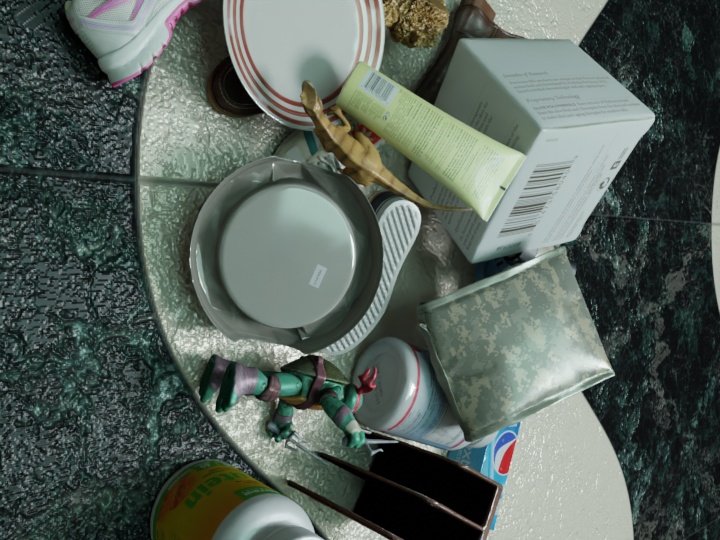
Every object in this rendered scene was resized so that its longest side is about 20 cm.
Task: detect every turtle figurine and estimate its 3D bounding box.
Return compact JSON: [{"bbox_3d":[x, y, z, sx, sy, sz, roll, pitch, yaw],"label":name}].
[{"bbox_3d":[-0.062,0.138,0.683,0.196,0.149,0.103,21,62,-28],"label":"turtle figurine"}]

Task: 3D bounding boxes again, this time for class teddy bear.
[{"bbox_3d":[0.009,-0.324,0.754,0.196,0.067,0.147,11,44,-36],"label":"teddy bear"}]

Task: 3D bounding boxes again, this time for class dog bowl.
[{"bbox_3d":[-0.076,-0.016,0.672,0.194,0.059,0.206,-3,101,-15],"label":"dog bowl"}]

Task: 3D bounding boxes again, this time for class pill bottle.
[{"bbox_3d":[0.090,0.164,0.823,0.198,0.107,0.111,26,75,-37],"label":"pill bottle"},{"bbox_3d":[-0.109,0.255,0.602,0.109,0.198,0.115,-1,92,-38],"label":"pill bottle"}]

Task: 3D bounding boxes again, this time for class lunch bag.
[{"bbox_3d":[0.171,0.088,0.773,0.196,0.118,0.168,-19,83,-17],"label":"lunch bag"}]

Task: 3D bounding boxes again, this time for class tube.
[{"bbox_3d":[0.068,-0.136,0.666,0.197,0.058,0.052,32,47,-2],"label":"tube"}]

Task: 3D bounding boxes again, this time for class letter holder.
[{"bbox_3d":[0.028,0.236,0.715,0.141,0.198,0.102,37,69,-33],"label":"letter holder"}]

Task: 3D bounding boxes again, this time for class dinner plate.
[{"bbox_3d":[-0.054,-0.245,0.651,0.197,0.024,0.206,-12,108,-40],"label":"dinner plate"}]

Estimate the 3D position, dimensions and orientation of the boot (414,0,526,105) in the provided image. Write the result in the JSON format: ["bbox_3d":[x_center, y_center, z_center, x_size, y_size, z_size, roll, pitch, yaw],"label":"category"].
[{"bbox_3d":[0.169,-0.249,0.905,0.184,0.064,0.204,32,68,-22],"label":"boot"}]

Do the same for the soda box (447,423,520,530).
[{"bbox_3d":[0.172,0.249,0.919,0.063,0.067,0.205,27,74,-36],"label":"soda box"}]

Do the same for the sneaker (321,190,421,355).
[{"bbox_3d":[0.000,0.000,0.773,0.077,0.079,0.203,26,99,-30],"label":"sneaker"}]

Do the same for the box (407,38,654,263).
[{"bbox_3d":[0.198,-0.150,0.800,0.196,0.173,0.201,-12,142,-30],"label":"box"}]

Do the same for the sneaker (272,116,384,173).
[{"bbox_3d":[-0.027,-0.142,0.728,0.071,0.092,0.201,51,61,-28],"label":"sneaker"}]

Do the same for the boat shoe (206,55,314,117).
[{"bbox_3d":[-0.071,-0.222,0.705,0.198,0.070,0.072,-33,112,-33],"label":"boat shoe"}]

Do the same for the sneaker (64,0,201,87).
[{"bbox_3d":[-0.191,-0.271,0.597,0.088,0.080,0.203,44,64,-33],"label":"sneaker"}]

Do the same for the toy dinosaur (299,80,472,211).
[{"bbox_3d":[0.007,-0.104,0.656,0.198,0.106,0.061,36,94,-16],"label":"toy dinosaur"}]

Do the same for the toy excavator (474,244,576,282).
[{"bbox_3d":[0.203,0.037,0.924,0.098,0.201,0.197,23,37,-24],"label":"toy excavator"}]
